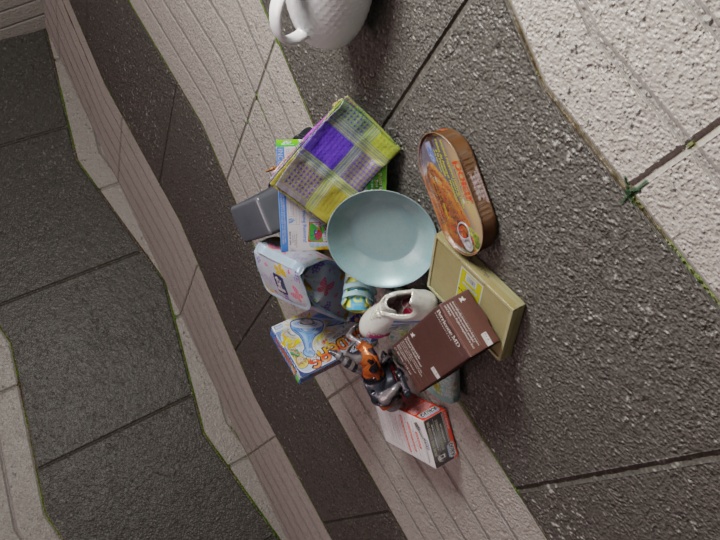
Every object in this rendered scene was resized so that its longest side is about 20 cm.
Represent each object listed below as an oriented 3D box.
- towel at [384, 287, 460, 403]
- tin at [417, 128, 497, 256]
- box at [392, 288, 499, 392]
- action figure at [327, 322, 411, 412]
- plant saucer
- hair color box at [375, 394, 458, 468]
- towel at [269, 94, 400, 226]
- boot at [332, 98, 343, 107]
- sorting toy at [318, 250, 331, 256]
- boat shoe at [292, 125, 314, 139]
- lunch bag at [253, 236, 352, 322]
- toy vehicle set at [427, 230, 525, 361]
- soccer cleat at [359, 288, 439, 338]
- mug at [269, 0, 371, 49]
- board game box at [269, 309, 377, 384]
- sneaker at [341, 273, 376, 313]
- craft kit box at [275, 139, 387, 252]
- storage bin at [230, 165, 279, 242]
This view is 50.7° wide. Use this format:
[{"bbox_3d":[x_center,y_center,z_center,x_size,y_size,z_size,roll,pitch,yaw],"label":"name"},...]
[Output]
[{"bbox_3d":[0.118,0.139,1.453,0.199,0.048,0.173,33,139,50],"label":"towel"},{"bbox_3d":[0.151,-0.123,1.183,0.112,0.041,0.202,-5,106,68],"label":"tin"},{"bbox_3d":[0.140,0.124,1.288,0.101,0.074,0.200,59,147,13],"label":"box"},{"bbox_3d":[0.025,0.207,1.556,0.195,0.104,0.200,56,178,-11],"label":"action figure"},{"bbox_3d":[0.040,-0.062,1.347,0.039,0.198,0.203,-75,-15,-54],"label":"plant saucer"},{"bbox_3d":[0.113,0.326,1.599,0.199,0.063,0.112,13,122,61],"label":"hair color box"},{"bbox_3d":[-0.043,-0.181,1.301,0.143,0.200,0.023,39,-165,-23],"label":"towel"},{"bbox_3d":[-0.063,-0.199,1.394,0.073,0.153,0.202,-102,-4,-70],"label":"boot"},{"bbox_3d":[-0.099,-0.115,1.636,0.199,0.036,0.187,1,113,64],"label":"sorting toy"},{"bbox_3d":[-0.069,-0.217,1.506,0.200,0.062,0.075,47,146,33],"label":"boat shoe"},{"bbox_3d":[-0.117,0.015,1.594,0.169,0.128,0.200,23,173,39],"label":"lunch bag"},{"bbox_3d":[0.186,0.039,1.260,0.200,0.026,0.125,48,149,34],"label":"toy vehicle set"},{"bbox_3d":[0.053,0.072,1.389,0.199,0.086,0.071,-23,57,42],"label":"soccer cleat"},{"bbox_3d":[-0.066,-0.427,1.170,0.147,0.200,0.176,35,150,19],"label":"mug"},{"bbox_3d":[-0.080,0.146,1.667,0.136,0.198,0.035,55,152,20],"label":"board game box"},{"bbox_3d":[0.000,0.000,1.469,0.132,0.078,0.202,-81,-12,-45],"label":"sneaker"},{"bbox_3d":[-0.050,-0.136,1.359,0.049,0.195,0.202,-100,10,-63],"label":"craft kit box"},{"bbox_3d":[-0.181,-0.136,1.588,0.199,0.133,0.147,-8,106,59],"label":"storage bin"}]
